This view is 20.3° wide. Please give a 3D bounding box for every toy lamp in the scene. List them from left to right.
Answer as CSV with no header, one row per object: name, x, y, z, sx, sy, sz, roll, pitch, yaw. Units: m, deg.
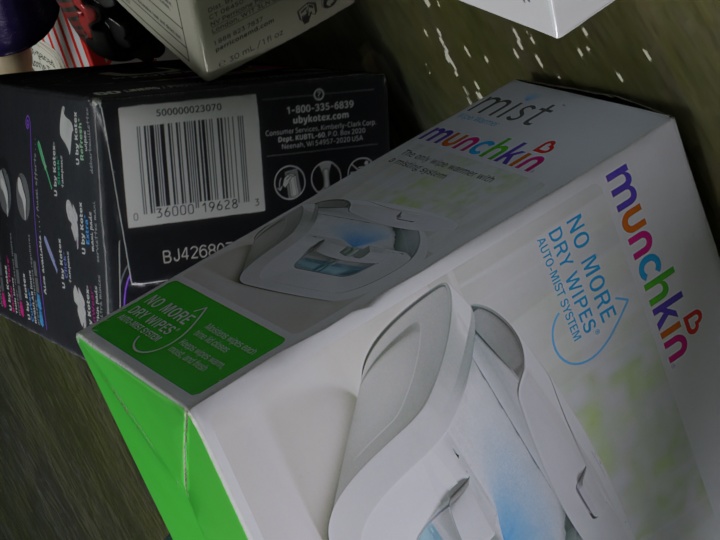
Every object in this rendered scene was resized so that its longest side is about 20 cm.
toy lamp,-0.160,-0.085,0.949,0.058,0.058,0.200,48,160,30

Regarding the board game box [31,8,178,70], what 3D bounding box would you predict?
board game box,-0.151,-0.150,0.980,0.151,0.046,0.200,36,149,48

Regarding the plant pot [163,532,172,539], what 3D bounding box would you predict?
plant pot,-0.063,0.225,1.126,0.200,0.134,0.200,58,169,18

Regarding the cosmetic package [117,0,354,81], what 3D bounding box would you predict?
cosmetic package,-0.065,-0.177,0.694,0.105,0.071,0.200,45,156,34

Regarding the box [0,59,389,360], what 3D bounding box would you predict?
box,-0.080,-0.030,0.824,0.200,0.122,0.106,15,110,63

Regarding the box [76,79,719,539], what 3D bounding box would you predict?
box,0.036,0.069,0.640,0.097,0.176,0.200,24,140,59

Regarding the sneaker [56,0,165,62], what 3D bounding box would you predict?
sneaker,-0.133,-0.180,0.829,0.098,0.071,0.201,6,126,39

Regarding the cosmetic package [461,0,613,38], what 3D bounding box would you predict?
cosmetic package,0.001,-0.176,0.542,0.151,0.052,0.200,26,143,42
